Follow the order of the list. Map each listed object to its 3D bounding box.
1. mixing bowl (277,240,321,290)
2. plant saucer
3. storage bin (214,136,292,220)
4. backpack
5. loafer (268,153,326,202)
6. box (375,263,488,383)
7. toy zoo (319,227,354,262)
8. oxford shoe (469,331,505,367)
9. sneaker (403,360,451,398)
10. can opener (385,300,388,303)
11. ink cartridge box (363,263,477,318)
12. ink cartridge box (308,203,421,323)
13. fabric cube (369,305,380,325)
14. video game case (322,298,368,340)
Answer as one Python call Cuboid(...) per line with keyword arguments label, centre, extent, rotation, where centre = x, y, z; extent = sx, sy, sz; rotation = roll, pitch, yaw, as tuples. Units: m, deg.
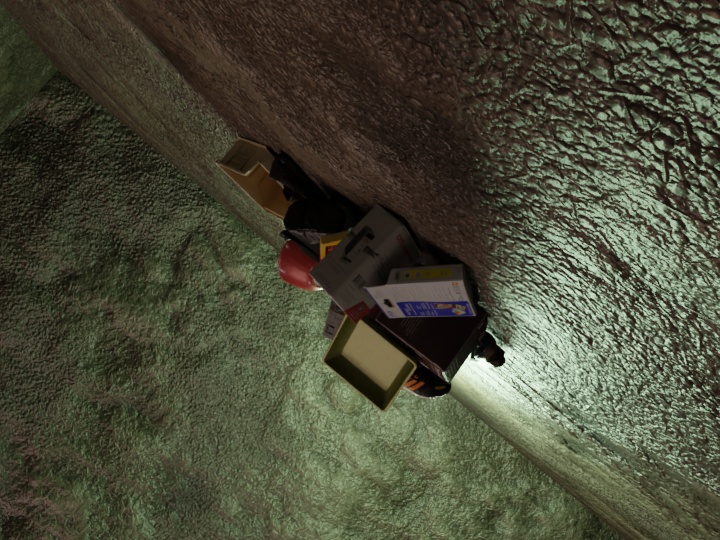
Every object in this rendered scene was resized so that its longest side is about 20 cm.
Cuboid(label="mixing bowl", centre=(-0.124, -0.019, 1.909), extent=(0.108, 0.200, 0.200), rotation=(39, 174, 36))
Cuboid(label="plant saucer", centre=(0.026, 0.203, 1.564), extent=(0.199, 0.048, 0.201), rotation=(38, 132, 11))
Cuboid(label="storage bin", centre=(-0.238, -0.227, 1.716), extent=(0.200, 0.094, 0.198), rotation=(46, 170, -37))
Cuboid(label="backpack", centre=(-0.073, -0.086, 1.570), extent=(0.164, 0.128, 0.200), rotation=(13, 163, 24))
Cuboid(label="loafer", centre=(-0.151, -0.190, 1.603), extent=(0.200, 0.072, 0.073), rotation=(46, 169, -35))
Cuboid(label="box", centre=(0.166, 0.124, 1.544), extent=(0.199, 0.165, 0.166), rotation=(36, 171, 19))
Cuboid(label="toy zoo", centre=(-0.025, -0.038, 1.469), extent=(0.201, 0.129, 0.021), rotation=(97, 163, -61))
Cuboid(label="oxford shoe", centre=(0.320, 0.196, 1.645), extent=(0.083, 0.074, 0.200), rotation=(20, 170, 9))
Cuboid(label="sneaker", centre=(0.124, 0.246, 1.609), extent=(0.197, 0.071, 0.090), rotation=(19, 155, 8))
Cuboid(label="can opener", centre=(0.069, 0.012, 1.541), extent=(0.202, 0.052, 0.067), rotation=(85, 175, -48))
Cuboid(label="ink cartridge box", centre=(0.128, 0.046, 1.375), extent=(0.196, 0.048, 0.198), rotation=(-1, 158, 17))
Cuboid(label="ink cartridge box", centre=(0.013, -0.012, 1.366), extent=(0.083, 0.200, 0.147), rotation=(42, 175, 33))
Cuboid(label="fabric cube", centre=(0.112, 0.147, 1.790), extent=(0.200, 0.200, 0.196), rotation=(43, 170, -29))
Cuboid(label="video game case", centre=(-0.031, 0.099, 1.727), extent=(0.023, 0.185, 0.199), rotation=(13, 180, -26))
